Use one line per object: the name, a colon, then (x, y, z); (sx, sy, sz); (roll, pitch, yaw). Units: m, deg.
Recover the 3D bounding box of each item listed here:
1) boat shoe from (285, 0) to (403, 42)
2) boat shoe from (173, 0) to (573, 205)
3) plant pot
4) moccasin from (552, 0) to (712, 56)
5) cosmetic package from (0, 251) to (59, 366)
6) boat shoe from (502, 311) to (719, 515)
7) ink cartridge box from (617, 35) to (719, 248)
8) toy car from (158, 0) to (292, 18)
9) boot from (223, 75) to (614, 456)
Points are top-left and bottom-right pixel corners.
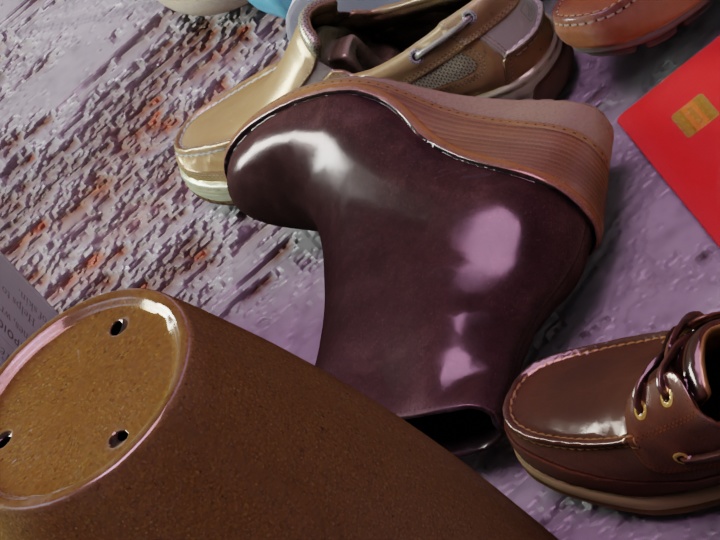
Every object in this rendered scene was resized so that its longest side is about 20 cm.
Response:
boat shoe: (0.044, -0.171, 1.315); (0.202, 0.075, 0.086); (-45, 17, 42)
boat shoe: (-0.007, -0.090, 1.294); (0.200, 0.076, 0.072); (-19, 41, 27)
plant pot: (-0.042, 0.102, 1.016); (0.186, 0.200, 0.186); (-23, 39, 20)
moccasin: (0.144, -0.175, 1.246); (0.201, 0.078, 0.074); (-51, 34, -15)
cosmetic package: (-0.238, 0.076, 1.245); (0.165, 0.165, 0.200); (-23, 38, 22)
boat shoe: (0.131, 0.042, 1.038); (0.200, 0.068, 0.072); (-2, 50, 40)
ink cartridge box: (0.197, -0.079, 1.130); (0.176, 0.045, 0.200); (-36, 36, 3)
toy car: (-0.080, -0.245, 1.418); (0.177, 0.200, 0.184); (-49, 37, -13)
boot: (0.000, 0.000, 1.194); (0.200, 0.072, 0.166); (-2, 48, 35)
